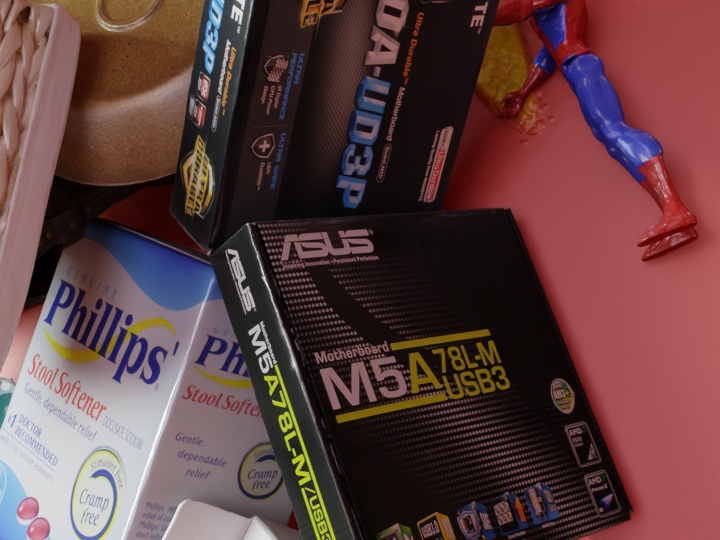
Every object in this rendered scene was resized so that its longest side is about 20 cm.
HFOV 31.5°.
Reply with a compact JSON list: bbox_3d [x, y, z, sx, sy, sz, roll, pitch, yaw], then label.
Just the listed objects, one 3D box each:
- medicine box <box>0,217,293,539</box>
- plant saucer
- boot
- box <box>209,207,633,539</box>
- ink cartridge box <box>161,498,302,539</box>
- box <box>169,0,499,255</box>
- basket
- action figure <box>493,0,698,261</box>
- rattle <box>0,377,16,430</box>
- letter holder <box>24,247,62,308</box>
[{"bbox_3d":[-0.120,0.087,0.743,0.182,0.102,0.202,18,90,52],"label":"medicine box"},{"bbox_3d":[-0.123,-0.143,0.719,0.198,0.035,0.202,-8,60,14],"label":"plant saucer"},{"bbox_3d":[-0.185,-0.066,0.772,0.173,0.070,0.200,-32,29,-17],"label":"boot"},{"bbox_3d":[0.037,0.063,0.672,0.047,0.199,0.195,-33,69,44],"label":"box"},{"bbox_3d":[-0.026,0.208,0.671,0.118,0.199,0.067,-62,31,3],"label":"ink cartridge box"},{"bbox_3d":[-0.007,-0.112,0.659,0.046,0.158,0.201,42,128,40],"label":"box"},{"bbox_3d":[-0.244,-0.056,0.646,0.135,0.123,0.202,-1,72,38],"label":"basket"},{"bbox_3d":[0.109,-0.095,0.733,0.098,0.065,0.201,-22,74,9],"label":"action figure"},{"bbox_3d":[-0.275,0.169,0.836,0.143,0.129,0.202,-11,96,61],"label":"rattle"},{"bbox_3d":[-0.276,-0.073,0.873,0.141,0.100,0.202,-19,75,17],"label":"letter holder"}]
